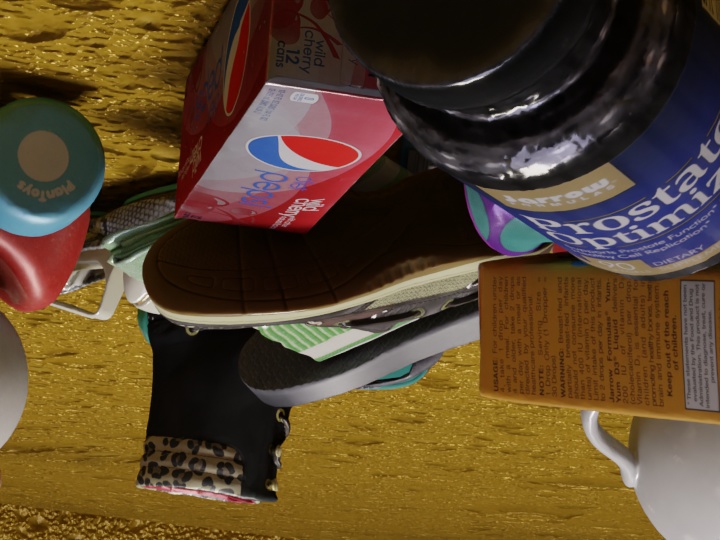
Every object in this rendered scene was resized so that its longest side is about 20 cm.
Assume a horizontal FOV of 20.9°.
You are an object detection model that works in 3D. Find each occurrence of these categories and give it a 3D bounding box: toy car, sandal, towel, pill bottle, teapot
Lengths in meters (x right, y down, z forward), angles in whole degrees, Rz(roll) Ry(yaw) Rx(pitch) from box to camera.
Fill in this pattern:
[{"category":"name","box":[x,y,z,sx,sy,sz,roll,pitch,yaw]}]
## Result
[{"category":"toy car","box":[-0.227,0.026,0.949,0.176,0.201,0.184,10,165,-22]},{"category":"sandal","box":[0.022,0.040,1.127,0.200,0.076,0.043,-17,129,17]},{"category":"towel","box":[-0.016,-0.009,1.001,0.152,0.023,0.200,-24,153,25]},{"category":"pill bottle","box":[0.072,-0.072,0.668,0.112,0.112,0.200,-3,165,28]},{"category":"teapot","box":[0.267,0.095,1.239,0.197,0.200,0.146,31,136,22]}]

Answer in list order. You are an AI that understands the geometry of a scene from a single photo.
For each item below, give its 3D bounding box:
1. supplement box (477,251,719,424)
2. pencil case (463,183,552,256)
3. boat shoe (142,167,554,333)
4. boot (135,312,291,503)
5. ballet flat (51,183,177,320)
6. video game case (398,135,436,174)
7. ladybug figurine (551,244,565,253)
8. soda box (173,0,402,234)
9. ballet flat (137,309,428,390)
[{"category":"supplement box","box":[0.134,0.025,0.813,0.066,0.069,0.200,-6,-178,-36]},{"category":"pencil case","box":[0.145,-0.050,0.796,0.200,0.085,0.092,-2,154,28]},{"category":"boat shoe","box":[0.000,0.000,0.908,0.199,0.073,0.065,-9,144,-5]},{"category":"boot","box":[-0.040,0.071,1.210,0.203,0.154,0.073,7,167,-9]},{"category":"ballet flat","box":[-0.129,-0.007,1.102,0.200,0.072,0.072,-6,163,36]},{"category":"video game case","box":[0.118,-0.042,0.985,0.199,0.018,0.143,5,166,0]},{"category":"ladybug figurine","box":[0.160,0.003,0.961,0.135,0.072,0.200,1,166,13]},{"category":"soda box","box":[-0.027,-0.072,0.789,0.063,0.070,0.200,7,166,-13]},{"category":"ballet flat","box":[-0.051,0.034,1.292,0.200,0.068,0.070,9,-169,-17]}]
